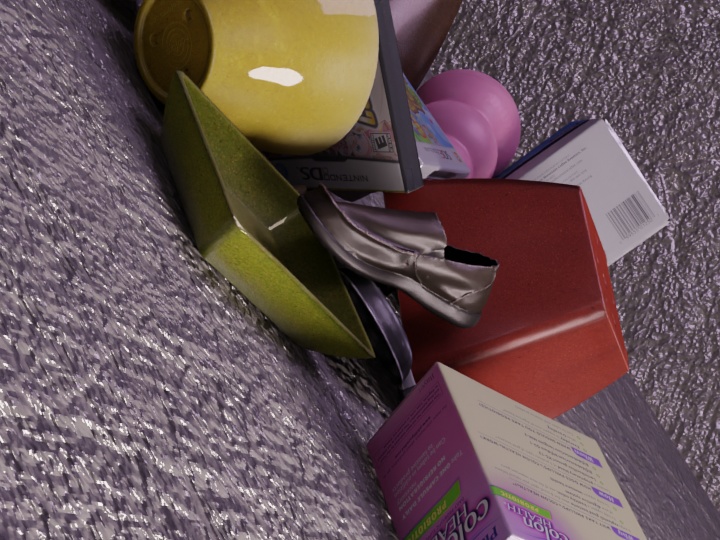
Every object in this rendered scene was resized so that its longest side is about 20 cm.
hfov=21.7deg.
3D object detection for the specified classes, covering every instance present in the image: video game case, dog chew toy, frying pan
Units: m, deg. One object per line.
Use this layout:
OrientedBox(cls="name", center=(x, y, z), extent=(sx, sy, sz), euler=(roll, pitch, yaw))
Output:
OrientedBox(cls="video game case", center=(0.020, -0.169, 1.740), extent=(0.200, 0.022, 0.182), euler=(56, 14, 9))
OrientedBox(cls="video game case", center=(-0.035, -0.168, 1.652), extent=(0.025, 0.180, 0.201), euler=(-26, 112, -41))
OrientedBox(cls="dog chew toy", center=(0.092, -0.127, 1.937), extent=(0.125, 0.124, 0.200), euler=(53, 31, -12))
OrientedBox(cls="frying pan", center=(0.030, 0.077, 1.564), extent=(0.190, 0.031, 0.115), euler=(59, -10, 5))

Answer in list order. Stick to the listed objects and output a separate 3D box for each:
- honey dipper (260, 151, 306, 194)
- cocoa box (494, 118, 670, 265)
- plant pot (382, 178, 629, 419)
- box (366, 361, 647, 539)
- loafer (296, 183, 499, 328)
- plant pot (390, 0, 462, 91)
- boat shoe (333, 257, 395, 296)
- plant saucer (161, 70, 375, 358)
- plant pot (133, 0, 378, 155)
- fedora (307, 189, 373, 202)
OrientedBox(cls="honey dipper", center=(-0.096, -0.110, 1.698), extent=(0.200, 0.038, 0.038), euler=(55, 10, 11))
OrientedBox(cls="cocoa box", center=(0.194, -0.051, 1.966), extent=(0.134, 0.200, 0.131), euler=(55, -5, -7))
OrientedBox(cls="plant pot", center=(0.140, 0.029, 1.711), extent=(0.200, 0.175, 0.201), euler=(58, 22, -58))
OrientedBox(cls="box", center=(0.119, 0.193, 1.415), extent=(0.176, 0.097, 0.200), euler=(27, 23, -30))
OrientedBox(cls="loafer", center=(0.034, -0.026, 1.555), extent=(0.200, 0.071, 0.073), euler=(29, 16, -31))
OrientedBox(cls="plant pot", center=(0.010, -0.256, 2.002), extent=(0.187, 0.200, 0.187), euler=(40, -17, 15))
OrientedBox(cls="boat shoe", center=(0.000, 0.000, 1.729), extent=(0.071, 0.061, 0.201), euler=(16, -2, 12))
OrientedBox(cls="plant saucer", center=(-0.084, -0.033, 1.469), extent=(0.200, 0.048, 0.200), euler=(46, 13, -43))
OrientedBox(cls="plant pot", center=(-0.105, -0.192, 1.571), extent=(0.142, 0.200, 0.200), euler=(-9, 60, -45))
OrientedBox(cls="fedora", center=(-0.040, -0.121, 1.829), extent=(0.177, 0.090, 0.200), euler=(46, 7, -49))
